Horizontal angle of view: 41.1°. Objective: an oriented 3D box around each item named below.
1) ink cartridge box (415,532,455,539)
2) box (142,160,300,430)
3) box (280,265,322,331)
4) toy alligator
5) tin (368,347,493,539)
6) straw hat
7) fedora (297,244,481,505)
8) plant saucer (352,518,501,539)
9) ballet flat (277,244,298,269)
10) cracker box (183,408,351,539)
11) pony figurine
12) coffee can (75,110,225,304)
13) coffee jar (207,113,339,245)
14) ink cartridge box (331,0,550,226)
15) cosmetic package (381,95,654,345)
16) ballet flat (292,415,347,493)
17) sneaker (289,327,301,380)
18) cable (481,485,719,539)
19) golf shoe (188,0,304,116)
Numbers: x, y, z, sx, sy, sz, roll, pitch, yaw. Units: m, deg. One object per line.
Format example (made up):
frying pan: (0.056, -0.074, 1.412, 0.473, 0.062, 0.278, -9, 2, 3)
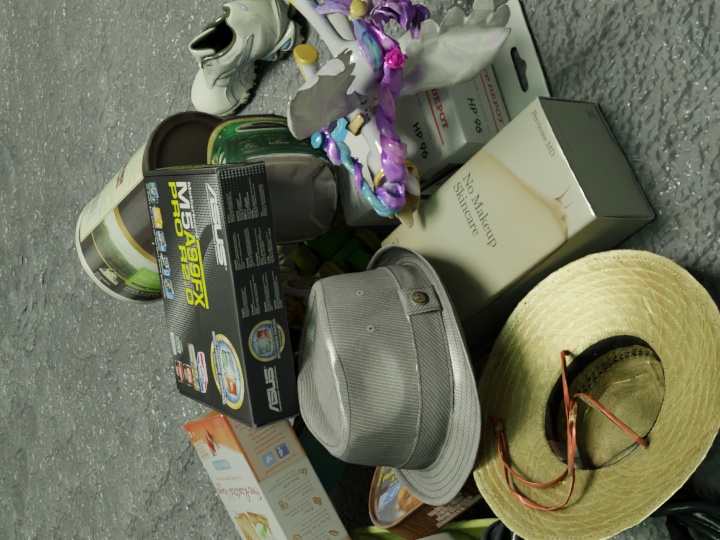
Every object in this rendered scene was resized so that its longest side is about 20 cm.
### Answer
ink cartridge box: (0.073, 0.319, 0.710, 0.200, 0.083, 0.146, 43, 123, 40)
box: (-0.117, 0.014, 0.787, 0.160, 0.044, 0.202, 9, 109, 58)
box: (-0.075, 0.022, 0.900, 0.199, 0.041, 0.039, 17, 119, 46)
toy alligator: (0.000, 0.000, 0.888, 0.199, 0.059, 0.054, 29, 157, 43)
tin: (0.074, 0.141, 0.770, 0.200, 0.042, 0.113, -47, 24, 40)
straw hat: (0.172, 0.094, 0.644, 0.200, 0.085, 0.203, -28, 48, 36)
fedora: (0.006, 0.076, 0.714, 0.177, 0.089, 0.201, 116, 146, -50)
plant saucer: (0.085, 0.308, 0.799, 0.199, 0.048, 0.202, -21, 76, 50)
ballet flat: (-0.106, 0.005, 1.014, 0.200, 0.069, 0.070, -42, 61, 45)
cracker box: (-0.079, 0.212, 0.877, 0.201, 0.057, 0.134, 62, 152, 0)
pony figurine: (0.006, -0.150, 0.710, 0.193, 0.165, 0.201, 99, 149, -66)
coffee can: (-0.211, -0.064, 1.064, 0.199, 0.145, 0.148, -31, 68, 47)
coffee jar: (-0.087, -0.090, 0.898, 0.200, 0.103, 0.086, -123, 31, -67)
ink cartridge box: (0.056, -0.129, 0.796, 0.199, 0.067, 0.117, -32, 68, 46)
cosmetic package: (0.111, -0.030, 0.732, 0.200, 0.073, 0.104, -45, 59, 43)
ballet flat: (-0.035, 0.125, 0.932, 0.072, 0.067, 0.202, -133, 51, -63)
sneaker: (-0.080, 0.104, 0.925, 0.200, 0.075, 0.117, -94, 5, -82)
cable: (0.167, 0.210, 0.650, 0.199, 0.051, 0.164, 24, 86, 42)
golf shoe: (-0.149, -0.231, 1.020, 0.200, 0.097, 0.079, -36, 66, 47)
